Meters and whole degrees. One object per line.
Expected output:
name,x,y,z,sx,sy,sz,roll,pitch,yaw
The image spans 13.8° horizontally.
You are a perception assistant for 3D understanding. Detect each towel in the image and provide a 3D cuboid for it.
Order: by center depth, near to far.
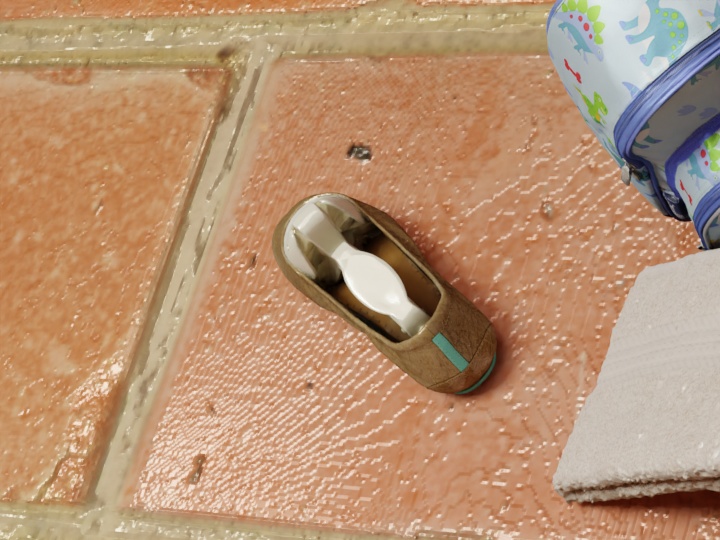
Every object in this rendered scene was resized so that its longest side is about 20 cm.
towel,0.166,0.051,1.493,0.133,0.034,0.200,-65,18,-18

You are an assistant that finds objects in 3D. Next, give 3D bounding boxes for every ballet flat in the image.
ballet flat,0.000,0.000,1.676,0.068,0.072,0.200,-47,46,1

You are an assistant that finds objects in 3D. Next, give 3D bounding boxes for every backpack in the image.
backpack,0.201,-0.106,1.516,0.183,0.200,0.147,-35,67,9
